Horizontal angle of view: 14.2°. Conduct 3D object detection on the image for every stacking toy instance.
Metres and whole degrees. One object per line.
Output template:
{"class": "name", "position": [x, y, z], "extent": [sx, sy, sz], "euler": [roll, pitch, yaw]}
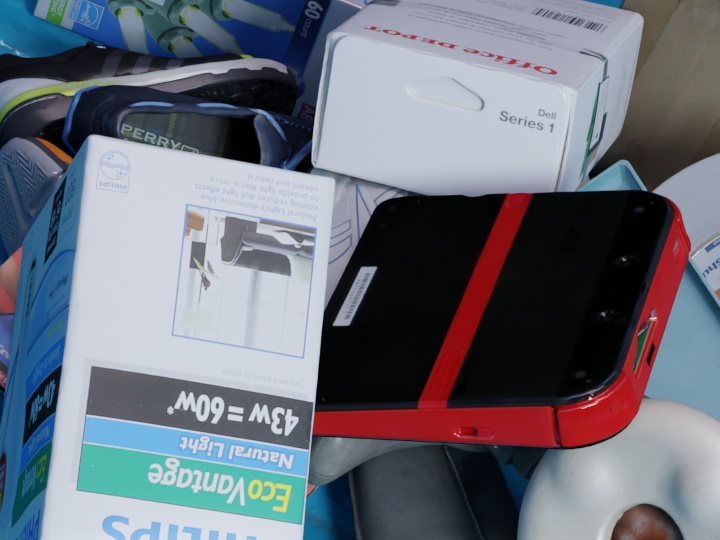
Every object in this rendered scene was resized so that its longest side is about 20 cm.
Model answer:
{"class": "stacking toy", "position": [0.186, 0.137, 1.479], "extent": [0.146, 0.146, 0.200], "euler": [49, 24, 25]}

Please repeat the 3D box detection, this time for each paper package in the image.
{"class": "paper package", "position": [0.231, -0.157, 1.819], "extent": [0.103, 0.191, 0.200], "euler": [35, 44, 9]}

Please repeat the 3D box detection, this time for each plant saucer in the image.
{"class": "plant saucer", "position": [0.168, 0.031, 1.613], "extent": [0.070, 0.019, 0.200], "euler": [-33, 59, 5]}

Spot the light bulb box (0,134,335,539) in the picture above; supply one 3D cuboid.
{"class": "light bulb box", "position": [-0.101, 0.066, 1.396], "extent": [0.124, 0.198, 0.201], "euler": [9, 72, -13]}

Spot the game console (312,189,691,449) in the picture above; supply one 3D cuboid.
{"class": "game console", "position": [0.067, 0.022, 1.461], "extent": [0.176, 0.031, 0.200], "euler": [-2, 33, 20]}

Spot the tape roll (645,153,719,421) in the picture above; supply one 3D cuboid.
{"class": "tape roll", "position": [0.231, 0.032, 1.633], "extent": [0.201, 0.200, 0.066], "euler": [58, 9, 32]}

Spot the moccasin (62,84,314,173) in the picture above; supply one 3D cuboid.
{"class": "moccasin", "position": [-0.072, -0.056, 1.648], "extent": [0.199, 0.081, 0.068], "euler": [7, 4, -31]}

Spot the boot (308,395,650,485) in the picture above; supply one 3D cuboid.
{"class": "boot", "position": [0.066, 0.082, 1.509], "extent": [0.131, 0.068, 0.200], "euler": [45, 50, 13]}

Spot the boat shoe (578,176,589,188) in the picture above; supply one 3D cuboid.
{"class": "boat shoe", "position": [0.054, -0.013, 1.709], "extent": [0.062, 0.073, 0.200], "euler": [2, 30, 47]}

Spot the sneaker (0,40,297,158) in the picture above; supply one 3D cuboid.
{"class": "sneaker", "position": [-0.132, -0.111, 1.700], "extent": [0.199, 0.072, 0.083], "euler": [-7, 48, -30]}

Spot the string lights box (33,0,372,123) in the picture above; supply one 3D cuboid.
{"class": "string lights box", "position": [-0.087, -0.170, 1.756], "extent": [0.199, 0.103, 0.059], "euler": [22, 42, -2]}

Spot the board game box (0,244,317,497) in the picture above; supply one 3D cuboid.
{"class": "board game box", "position": [-0.114, 0.064, 1.513], "extent": [0.200, 0.019, 0.103], "euler": [43, 70, 4]}

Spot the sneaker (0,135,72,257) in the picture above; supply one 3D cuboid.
{"class": "sneaker", "position": [-0.113, -0.004, 1.609], "extent": [0.200, 0.078, 0.112], "euler": [50, 43, 11]}

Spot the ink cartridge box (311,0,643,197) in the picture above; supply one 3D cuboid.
{"class": "ink cartridge box", "position": [0.069, -0.105, 1.663], "extent": [0.146, 0.085, 0.200], "euler": [14, 21, 13]}

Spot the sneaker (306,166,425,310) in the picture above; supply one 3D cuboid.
{"class": "sneaker", "position": [0.000, 0.000, 1.569], "extent": [0.087, 0.075, 0.200], "euler": [-4, 34, 15]}

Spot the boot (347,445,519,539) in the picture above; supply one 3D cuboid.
{"class": "boot", "position": [0.067, 0.108, 1.568], "extent": [0.181, 0.073, 0.200], "euler": [-13, 45, -14]}
